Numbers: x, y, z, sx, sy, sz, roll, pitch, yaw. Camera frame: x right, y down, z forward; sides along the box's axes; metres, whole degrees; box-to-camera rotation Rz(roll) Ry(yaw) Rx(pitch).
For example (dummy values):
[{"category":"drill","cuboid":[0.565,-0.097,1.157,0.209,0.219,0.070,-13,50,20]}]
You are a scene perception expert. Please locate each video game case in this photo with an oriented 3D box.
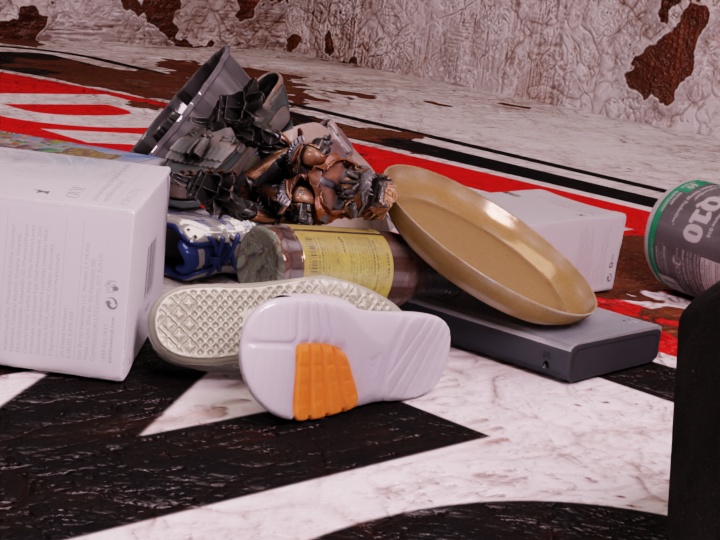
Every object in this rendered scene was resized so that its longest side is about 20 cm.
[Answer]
[{"category":"video game case","cuboid":[-0.281,-0.093,1.350,0.180,0.022,0.200,10,10,11]}]

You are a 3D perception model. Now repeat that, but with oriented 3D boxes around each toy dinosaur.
[{"category":"toy dinosaur","cuboid":[-0.069,-0.063,1.212,0.198,0.103,0.135,-20,-31,32]}]

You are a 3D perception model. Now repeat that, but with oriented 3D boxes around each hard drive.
[{"category":"hard drive","cuboid":[0.126,0.042,1.293,0.199,0.033,0.139,16,15,38]}]

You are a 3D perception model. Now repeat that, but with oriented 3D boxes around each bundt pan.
[{"category":"bundt pan","cuboid":[-0.169,-0.124,1.574,0.076,0.202,0.202,39,5,-14]}]

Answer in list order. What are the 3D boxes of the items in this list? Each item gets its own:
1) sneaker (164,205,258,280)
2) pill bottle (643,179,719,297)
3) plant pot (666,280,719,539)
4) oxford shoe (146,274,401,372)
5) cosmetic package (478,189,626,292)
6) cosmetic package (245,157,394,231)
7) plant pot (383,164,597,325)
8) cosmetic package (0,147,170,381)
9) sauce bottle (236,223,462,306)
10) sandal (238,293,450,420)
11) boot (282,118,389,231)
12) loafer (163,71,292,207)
[{"category":"sneaker","cuboid":[-0.125,-0.017,1.376,0.197,0.076,0.088,4,26,4]},{"category":"pill bottle","cuboid":[0.372,-0.014,1.505,0.112,0.115,0.200,0,13,-29]},{"category":"plant pot","cuboid":[0.259,0.093,0.800,0.197,0.203,0.177,3,0,-17]},{"category":"oxford shoe","cuboid":[-0.057,0.043,1.113,0.198,0.076,0.058,4,-12,-20]},{"category":"cosmetic package","cuboid":[0.149,-0.024,1.499,0.112,0.082,0.199,19,16,38]},{"category":"cosmetic package","cuboid":[-0.050,-0.073,1.502,0.105,0.071,0.200,50,-7,-22]},{"category":"plant pot","cuboid":[0.097,-0.016,1.248,0.199,0.028,0.200,28,20,-11]},{"category":"cosmetic package","cuboid":[-0.248,-0.015,1.131,0.197,0.125,0.199,5,12,-1]},{"category":"sauce bottle","cuboid":[0.000,0.000,1.204,0.198,0.066,0.064,3,12,-39]},{"category":"sandal","cuboid":[-0.020,0.056,1.062,0.059,0.080,0.206,15,6,40]},{"category":"boot","cuboid":[-0.032,-0.048,1.312,0.070,0.147,0.200,-26,5,20]},{"category":"loafer","cuboid":[-0.125,-0.122,1.424,0.071,0.064,0.200,15,32,20]}]
